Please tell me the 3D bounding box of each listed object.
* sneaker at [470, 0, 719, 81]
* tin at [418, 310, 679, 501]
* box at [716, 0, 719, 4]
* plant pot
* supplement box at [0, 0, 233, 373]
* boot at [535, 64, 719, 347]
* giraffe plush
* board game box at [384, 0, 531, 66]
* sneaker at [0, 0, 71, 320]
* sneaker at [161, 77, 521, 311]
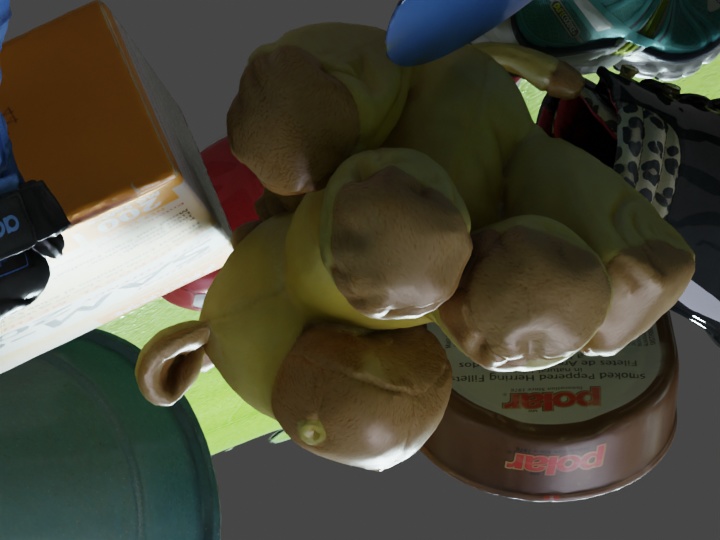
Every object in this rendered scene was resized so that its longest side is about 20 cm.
[{"bbox_3d":[0.114,-0.125,1.125,0.200,0.078,0.080,-17,156,-53],"label":"sneaker"},{"bbox_3d":[0.070,0.015,1.123,0.111,0.200,0.042,-4,128,0],"label":"tin"},{"bbox_3d":[0.183,-0.157,0.974,0.141,0.079,0.200,-46,169,16],"label":"box"},{"bbox_3d":[-0.205,0.125,1.332,0.200,0.201,0.196,-31,161,29],"label":"plant pot"},{"bbox_3d":[-0.123,-0.023,1.026,0.126,0.074,0.200,-25,172,1],"label":"supplement box"},{"bbox_3d":[0.148,-0.063,1.098,0.153,0.205,0.073,23,155,-32],"label":"boot"},{"bbox_3d":[0.000,0.000,1.003,0.172,0.200,0.162,19,121,-27],"label":"giraffe plush"},{"bbox_3d":[0.070,-0.152,0.919,0.200,0.039,0.158,-48,169,27],"label":"board game box"},{"bbox_3d":[-0.122,-0.041,0.799,0.076,0.112,0.200,-21,170,-26],"label":"sneaker"},{"bbox_3d":[-0.008,-0.064,1.177,0.200,0.078,0.116,-35,168,-28],"label":"sneaker"}]
